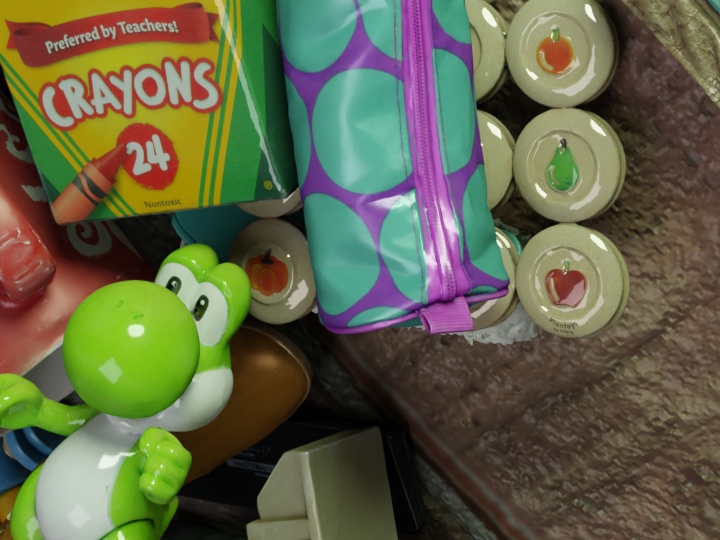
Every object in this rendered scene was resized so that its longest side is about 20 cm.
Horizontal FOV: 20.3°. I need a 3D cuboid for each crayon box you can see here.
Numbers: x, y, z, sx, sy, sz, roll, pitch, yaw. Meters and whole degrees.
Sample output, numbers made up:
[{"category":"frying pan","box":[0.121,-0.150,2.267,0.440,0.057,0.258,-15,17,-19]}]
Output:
[{"category":"crayon box","box":[-0.103,-0.124,0.878,0.126,0.051,0.201,-6,112,29]}]

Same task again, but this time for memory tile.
[{"category":"memory tile","box":[0.023,-0.048,0.894,0.199,0.017,0.154,2,99,27]}]

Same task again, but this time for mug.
[{"category":"mug","box":[-0.196,-0.040,1.005,0.200,0.133,0.178,52,138,8]}]

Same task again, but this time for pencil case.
[{"category":"pencil case","box":[0.011,-0.077,0.836,0.092,0.085,0.201,-170,70,-67]}]

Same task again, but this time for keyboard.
[{"category":"keyboard","box":[-0.062,0.083,1.095,0.199,0.021,0.128,5,130,30]}]

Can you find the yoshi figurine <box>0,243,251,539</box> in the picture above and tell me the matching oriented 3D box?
[{"category":"yoshi figurine","box":[-0.119,0.079,0.911,0.112,0.112,0.201,23,102,-14]}]

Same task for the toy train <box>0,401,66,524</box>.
[{"category":"toy train","box":[-0.185,0.178,1.177,0.116,0.085,0.201,-35,78,31]}]

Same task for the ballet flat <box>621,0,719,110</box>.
[{"category":"ballet flat","box":[0.163,-0.082,0.801,0.200,0.070,0.065,53,161,-7]}]

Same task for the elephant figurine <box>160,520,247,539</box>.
[{"category":"elephant figurine","box":[-0.107,0.244,1.116,0.141,0.200,0.156,25,132,17]}]

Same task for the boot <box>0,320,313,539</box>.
[{"category":"boot","box":[-0.117,0.110,1.033,0.071,0.144,0.201,47,138,-13]}]

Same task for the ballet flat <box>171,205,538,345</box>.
[{"category":"ballet flat","box":[0.000,0.000,0.964,0.199,0.072,0.072,15,129,27]}]

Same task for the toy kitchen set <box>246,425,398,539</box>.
[{"category":"toy kitchen set","box":[-0.074,0.174,1.035,0.180,0.200,0.164,-7,93,32]}]
